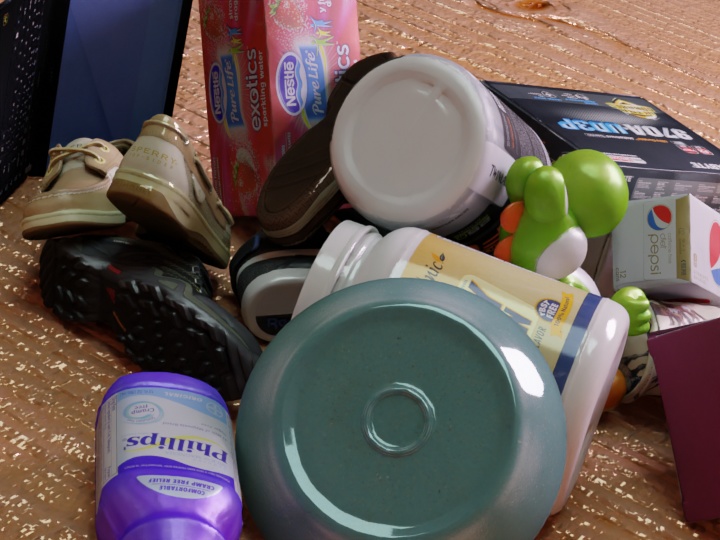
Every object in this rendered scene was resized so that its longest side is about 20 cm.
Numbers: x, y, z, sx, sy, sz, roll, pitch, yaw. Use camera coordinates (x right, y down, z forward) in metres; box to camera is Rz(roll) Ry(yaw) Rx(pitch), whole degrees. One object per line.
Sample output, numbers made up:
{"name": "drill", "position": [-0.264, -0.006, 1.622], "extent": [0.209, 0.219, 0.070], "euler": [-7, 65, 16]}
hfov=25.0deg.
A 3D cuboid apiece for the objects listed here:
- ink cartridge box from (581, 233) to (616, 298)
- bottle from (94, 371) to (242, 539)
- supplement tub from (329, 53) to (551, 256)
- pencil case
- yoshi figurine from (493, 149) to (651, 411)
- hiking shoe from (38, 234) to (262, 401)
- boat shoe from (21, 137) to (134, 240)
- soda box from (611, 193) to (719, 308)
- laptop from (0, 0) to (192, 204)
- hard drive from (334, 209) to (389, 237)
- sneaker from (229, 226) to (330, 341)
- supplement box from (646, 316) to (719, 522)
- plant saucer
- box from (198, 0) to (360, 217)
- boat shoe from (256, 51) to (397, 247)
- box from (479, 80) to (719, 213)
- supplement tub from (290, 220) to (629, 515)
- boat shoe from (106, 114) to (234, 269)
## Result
{"name": "ink cartridge box", "position": [0.185, -0.056, 1.402], "extent": [0.146, 0.086, 0.200], "euler": [-9, 36, -38]}
{"name": "bottle", "position": [-0.108, 0.134, 0.911], "extent": [0.082, 0.066, 0.201], "euler": [9, 27, -13]}
{"name": "supplement tub", "position": [0.068, -0.071, 1.171], "extent": [0.122, 0.124, 0.200], "euler": [28, 2, 26]}
{"name": "pencil case", "position": [0.279, 0.066, 1.218], "extent": [0.197, 0.079, 0.089], "euler": [6, -8, -20]}
{"name": "yoshi figurine", "position": [0.154, -0.002, 1.138], "extent": [0.111, 0.202, 0.113], "euler": [4, 41, 21]}
{"name": "hiking shoe", "position": [-0.126, 0.019, 1.113], "extent": [0.199, 0.077, 0.100], "euler": [30, 34, 30]}
{"name": "boat shoe", "position": [-0.202, -0.063, 1.184], "extent": [0.073, 0.067, 0.200], "euler": [-8, 6, 6]}
{"name": "soda box", "position": [0.257, -0.004, 1.254], "extent": [0.063, 0.069, 0.199], "euler": [-6, -12, 29]}
{"name": "laptop", "position": [-0.213, -0.129, 1.240], "extent": [0.102, 0.179, 0.200], "euler": [15, 26, 4]}
{"name": "hard drive", "position": [0.055, -0.070, 1.344], "extent": [0.139, 0.033, 0.200], "euler": [-37, 48, -14]}
{"name": "sneaker", "position": [0.000, 0.000, 1.214], "extent": [0.197, 0.074, 0.112], "euler": [3, 29, -19]}
{"name": "supplement box", "position": [0.309, 0.088, 1.104], "extent": [0.198, 0.133, 0.103], "euler": [-6, -9, -33]}
{"name": "plant saucer", "position": [0.022, 0.092, 0.946], "extent": [0.197, 0.036, 0.203], "euler": [-2, 68, 4]}
{"name": "box", "position": [-0.062, -0.145, 1.302], "extent": [0.095, 0.203, 0.099], "euler": [-8, 7, -37]}
{"name": "boat shoe", "position": [-0.005, -0.079, 1.222], "extent": [0.074, 0.075, 0.203], "euler": [-4, 39, 40]}
{"name": "box", "position": [0.206, -0.097, 1.329], "extent": [0.198, 0.046, 0.159], "euler": [1, 29, -37]}
{"name": "supplement tub", "position": [0.061, 0.058, 1.054], "extent": [0.198, 0.146, 0.144], "euler": [20, 27, 12]}
{"name": "boat shoe", "position": [-0.126, -0.050, 1.146], "extent": [0.072, 0.064, 0.201], "euler": [17, -10, 13]}
